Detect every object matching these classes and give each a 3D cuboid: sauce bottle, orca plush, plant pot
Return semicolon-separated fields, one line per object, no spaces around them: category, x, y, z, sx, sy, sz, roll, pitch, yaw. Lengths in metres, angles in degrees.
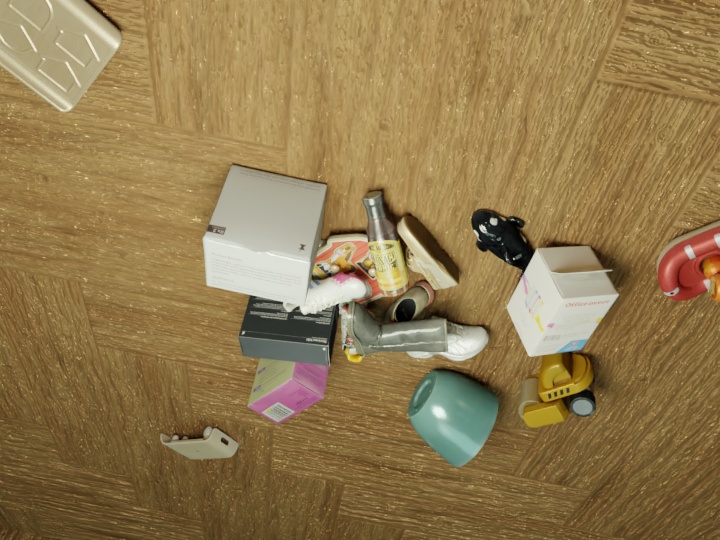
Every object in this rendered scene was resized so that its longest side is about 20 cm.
sauce bottle;0.045;-0.050;1.284;0.064;0.066;0.205;-9;114;20
orca plush;0.280;-0.030;1.293;0.103;0.072;0.201;-16;131;25
plant pot;0.210;0.337;1.605;0.159;0.203;0.201;34;133;-8

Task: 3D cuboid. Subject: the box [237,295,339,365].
box;-0.151;0.118;1.447;0.194;0.144;0.080;6;138;6

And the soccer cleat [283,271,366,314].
soccer cleat;-0.076;0.056;1.372;0.196;0.088;0.070;-3;139;36

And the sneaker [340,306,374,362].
sneaker;-0.007;0.143;1.487;0.075;0.084;0.202;6;151;10

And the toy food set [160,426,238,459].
toy food set;-0.490;0.520;2.029;0.194;0.062;0.144;-8;145;21

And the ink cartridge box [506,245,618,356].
ink cartridge box;0.391;0.051;1.292;0.125;0.127;0.203;-4;139;-18

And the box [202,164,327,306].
box;-0.174;-0.067;1.250;0.193;0.204;0.132;12;139;-1

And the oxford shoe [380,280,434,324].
oxford shoe;0.082;0.102;1.452;0.070;0.074;0.202;43;130;14

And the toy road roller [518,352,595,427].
toy road roller;0.437;0.253;1.525;0.197;0.124;0.147;-25;112;31

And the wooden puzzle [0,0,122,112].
wooden puzzle;-0.513;-0.388;1.102;0.198;0.047;0.184;-34;122;31

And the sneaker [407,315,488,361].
sneaker;0.187;0.144;1.490;0.194;0.079;0.101;-6;131;15

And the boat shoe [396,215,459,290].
boat shoe;0.123;-0.025;1.327;0.068;0.075;0.200;-26;126;25

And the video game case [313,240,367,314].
video game case;-0.062;0.019;1.446;0.177;0.023;0.203;13;136;-2

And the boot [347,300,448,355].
boot;0.079;0.119;1.360;0.194;0.074;0.183;1;150;16

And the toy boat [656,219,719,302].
toy boat;0.645;0.001;1.210;0.197;0.133;0.130;-27;125;33

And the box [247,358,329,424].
box;-0.156;0.220;1.540;0.096;0.204;0.175;34;132;-25

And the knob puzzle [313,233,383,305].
knob puzzle;0.000;0.000;1.375;0.213;0.031;0.223;6;136;5
